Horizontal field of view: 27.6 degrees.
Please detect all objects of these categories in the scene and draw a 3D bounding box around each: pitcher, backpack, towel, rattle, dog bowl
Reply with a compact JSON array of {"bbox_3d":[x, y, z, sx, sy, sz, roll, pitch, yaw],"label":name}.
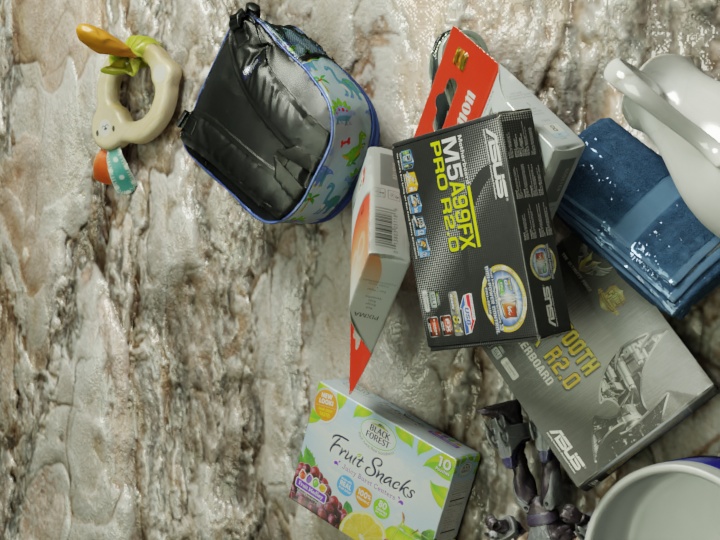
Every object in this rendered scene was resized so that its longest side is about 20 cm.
[{"bbox_3d":[0.303,-0.107,1.254,0.200,0.171,0.122,48,114,29],"label":"pitcher"},{"bbox_3d":[-0.071,-0.152,1.574,0.200,0.146,0.184,47,117,32],"label":"backpack"},{"bbox_3d":[0.257,-0.053,1.345,0.111,0.049,0.200,-40,60,-9],"label":"towel"},{"bbox_3d":[-0.312,-0.189,1.782,0.130,0.143,0.201,39,110,11],"label":"rattle"},{"bbox_3d":[0.304,0.271,1.323,0.198,0.078,0.203,1,91,39],"label":"dog bowl"}]

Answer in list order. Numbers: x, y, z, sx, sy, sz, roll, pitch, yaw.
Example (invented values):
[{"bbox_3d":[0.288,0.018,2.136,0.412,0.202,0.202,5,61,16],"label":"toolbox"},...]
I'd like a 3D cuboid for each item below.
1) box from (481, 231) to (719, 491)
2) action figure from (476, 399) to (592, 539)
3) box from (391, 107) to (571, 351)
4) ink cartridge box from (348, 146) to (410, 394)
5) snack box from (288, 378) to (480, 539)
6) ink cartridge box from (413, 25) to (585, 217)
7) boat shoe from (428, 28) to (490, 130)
[{"bbox_3d":[0.214,0.079,1.376,0.158,0.048,0.201,-38,67,10],"label":"box"},{"bbox_3d":[0.175,0.227,1.437,0.129,0.069,0.203,-13,86,34],"label":"action figure"},{"bbox_3d":[0.107,-0.033,1.334,0.159,0.044,0.203,-9,92,55],"label":"box"},{"bbox_3d":[0.000,0.000,1.498,0.164,0.049,0.201,-90,19,-47],"label":"ink cartridge box"},{"bbox_3d":[0.022,0.221,1.569,0.199,0.053,0.144,26,106,36],"label":"snack box"},{"bbox_3d":[0.109,-0.110,1.383,0.200,0.047,0.161,48,135,33],"label":"ink cartridge box"},{"bbox_3d":[0.112,-0.143,1.483,0.060,0.074,0.203,-151,54,-75],"label":"boat shoe"}]
